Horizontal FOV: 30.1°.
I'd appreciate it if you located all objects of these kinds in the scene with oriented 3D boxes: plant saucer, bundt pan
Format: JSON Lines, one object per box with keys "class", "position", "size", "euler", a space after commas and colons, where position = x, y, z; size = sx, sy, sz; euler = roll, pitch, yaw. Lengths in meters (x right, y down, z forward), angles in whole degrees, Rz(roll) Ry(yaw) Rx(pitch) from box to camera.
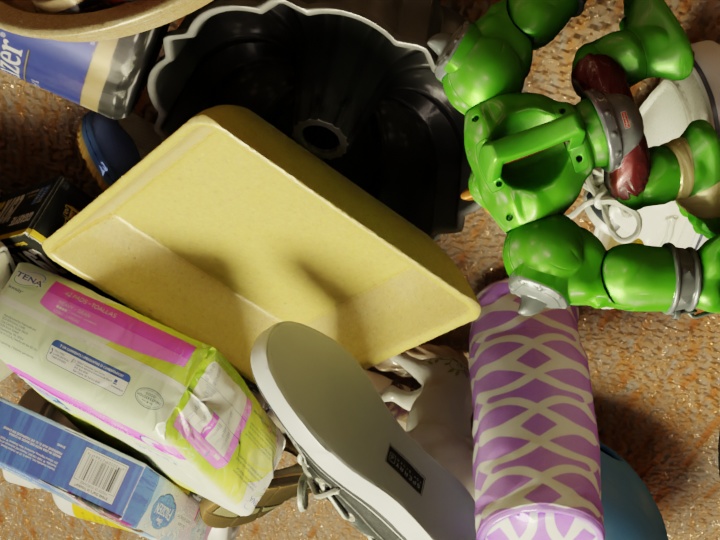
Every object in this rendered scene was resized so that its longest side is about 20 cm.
{"class": "plant saucer", "position": [-0.057, -0.013, 0.785], "size": [0.199, 0.049, 0.199], "euler": [34, 142, -24]}
{"class": "bundt pan", "position": [-0.014, -0.101, 0.751], "size": [0.199, 0.076, 0.203], "euler": [11, 146, 7]}

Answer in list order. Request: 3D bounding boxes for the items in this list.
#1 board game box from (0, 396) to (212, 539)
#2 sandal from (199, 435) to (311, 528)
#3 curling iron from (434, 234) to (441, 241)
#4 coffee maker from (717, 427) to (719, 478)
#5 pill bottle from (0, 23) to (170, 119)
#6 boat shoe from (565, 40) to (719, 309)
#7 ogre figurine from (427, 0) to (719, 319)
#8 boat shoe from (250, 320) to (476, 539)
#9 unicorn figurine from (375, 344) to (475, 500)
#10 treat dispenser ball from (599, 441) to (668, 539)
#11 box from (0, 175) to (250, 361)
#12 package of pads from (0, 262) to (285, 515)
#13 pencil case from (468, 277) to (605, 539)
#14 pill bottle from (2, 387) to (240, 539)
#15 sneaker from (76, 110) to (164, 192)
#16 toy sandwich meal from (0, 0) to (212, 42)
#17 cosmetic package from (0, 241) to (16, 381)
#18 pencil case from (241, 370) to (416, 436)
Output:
{"class": "board game box", "position": [-0.219, 0.139, 0.970], "size": [0.198, 0.044, 0.199], "euler": [22, 166, 15]}
{"class": "sandal", "position": [-0.063, 0.152, 1.045], "size": [0.080, 0.199, 0.054], "euler": [-38, 77, 31]}
{"class": "curling iron", "position": [0.000, 0.000, 0.919], "size": [0.049, 0.026, 0.199], "euler": [34, 139, -26]}
{"class": "coffee maker", "position": [0.363, 0.109, 0.857], "size": [0.190, 0.136, 0.200], "euler": [9, 151, -31]}
{"class": "pill bottle", "position": [-0.195, -0.169, 0.709], "size": [0.198, 0.113, 0.112], "euler": [23, 143, -9]}
{"class": "boat shoe", "position": [0.154, -0.043, 0.754], "size": [0.085, 0.075, 0.203], "euler": [-15, 149, -10]}
{"class": "ogre figurine", "position": [0.107, -0.065, 0.646], "size": [0.118, 0.098, 0.203], "euler": [-17, 101, -10]}
{"class": "boat shoe", "position": [-0.008, 0.113, 0.818], "size": [0.068, 0.074, 0.199], "euler": [-25, 123, 36]}
{"class": "unicorn figurine", "position": [0.045, 0.115, 0.912], "size": [0.135, 0.202, 0.074], "euler": [11, 140, -1]}
{"class": "treat dispenser ball", "position": [0.130, 0.216, 0.999], "size": [0.198, 0.203, 0.202], "euler": [10, 143, 8]}
{"class": "box", "position": [-0.183, 0.007, 0.927], "size": [0.159, 0.050, 0.199], "euler": [39, 160, -23]}
{"class": "package of pads", "position": [-0.139, 0.083, 0.880], "size": [0.153, 0.069, 0.200], "euler": [23, 162, 20]}
{"class": "pencil case", "position": [0.111, 0.099, 0.860], "size": [0.083, 0.202, 0.086], "euler": [-10, 138, 15]}
{"class": "pill bottle", "position": [-0.193, 0.161, 1.127], "size": [0.197, 0.112, 0.112], "euler": [13, 143, 5]}
{"class": "sneaker", "position": [-0.087, -0.054, 0.864], "size": [0.088, 0.076, 0.199], "euler": [-36, 124, 29]}
{"class": "toy sandwich meal", "position": [-0.109, -0.188, 0.598], "size": [0.202, 0.207, 0.071], "euler": [-1, 142, 22]}
{"class": "cosmetic package", "position": [-0.304, -0.012, 0.901], "size": [0.199, 0.071, 0.106], "euler": [37, 150, 32]}
{"class": "pencil case", "position": [-0.034, 0.097, 1.012], "size": [0.198, 0.079, 0.089], "euler": [23, 157, -8]}
